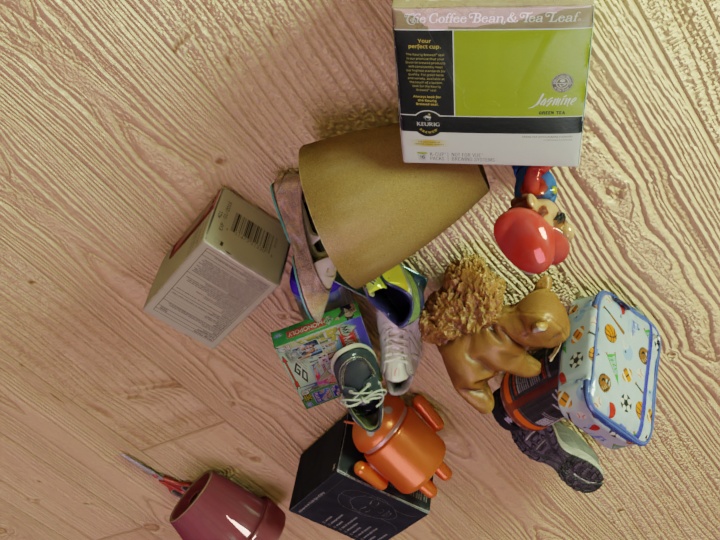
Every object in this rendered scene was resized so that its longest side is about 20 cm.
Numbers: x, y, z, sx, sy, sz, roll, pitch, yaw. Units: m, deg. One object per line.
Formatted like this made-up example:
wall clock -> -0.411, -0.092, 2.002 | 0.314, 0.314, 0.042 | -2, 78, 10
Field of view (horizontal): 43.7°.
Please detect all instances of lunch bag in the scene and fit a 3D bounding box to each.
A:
lunch bag -> 0.352, 0.136, 1.249 | 0.159, 0.203, 0.075 | 33, 148, -23

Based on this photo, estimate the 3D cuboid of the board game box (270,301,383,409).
board game box -> -0.046, 0.131, 1.343 | 0.132, 0.030, 0.201 | -20, 144, 0

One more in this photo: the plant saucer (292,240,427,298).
plant saucer -> 0.000, 0.000, 1.275 | 0.197, 0.071, 0.019 | 27, 160, -12

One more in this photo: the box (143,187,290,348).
box -> -0.205, 0.001, 1.292 | 0.126, 0.111, 0.199 | 31, 135, -21

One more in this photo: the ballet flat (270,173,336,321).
ballet flat -> -0.064, -0.033, 1.201 | 0.066, 0.068, 0.205 | -15, 98, 14

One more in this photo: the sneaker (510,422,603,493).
sneaker -> 0.322, 0.286, 1.502 | 0.199, 0.080, 0.074 | 41, 116, -6

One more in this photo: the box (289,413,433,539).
box -> 0.002, 0.389, 1.643 | 0.194, 0.126, 0.200 | 26, 137, -18

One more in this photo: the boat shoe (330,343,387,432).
boat shoe -> 0.000, 0.180, 1.352 | 0.073, 0.063, 0.202 | -16, 144, -6

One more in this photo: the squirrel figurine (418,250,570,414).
squirrel figurine -> 0.187, 0.072, 1.248 | 0.199, 0.143, 0.186 | 39, 139, -17

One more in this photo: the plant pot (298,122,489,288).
plant pot -> 0.050, -0.103, 1.092 | 0.196, 0.189, 0.188 | -22, 130, 15

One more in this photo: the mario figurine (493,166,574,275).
mario figurine -> 0.217, -0.076, 1.046 | 0.104, 0.203, 0.124 | -16, 132, 28

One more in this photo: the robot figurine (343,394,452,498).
robot figurine -> 0.065, 0.294, 1.516 | 0.200, 0.117, 0.143 | 45, 123, -7

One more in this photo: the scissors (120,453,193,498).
scissors -> -0.419, 0.435, 1.869 | 0.197, 0.014, 0.073 | 27, 137, -18

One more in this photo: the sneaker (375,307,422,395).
sneaker -> 0.061, 0.115, 1.358 | 0.076, 0.101, 0.202 | 0, 136, 12

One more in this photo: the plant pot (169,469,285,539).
plant pot -> -0.276, 0.508, 1.800 | 0.179, 0.201, 0.199 | 44, 131, -10

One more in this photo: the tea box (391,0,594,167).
tea box -> 0.140, -0.229, 0.952 | 0.195, 0.136, 0.199 | 3, 138, 9

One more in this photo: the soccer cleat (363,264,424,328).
soccer cleat -> 0.014, -0.009, 1.223 | 0.064, 0.084, 0.201 | -36, 99, 31

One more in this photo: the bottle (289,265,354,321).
bottle -> -0.046, 0.066, 1.356 | 0.081, 0.066, 0.202 | -6, 135, 11

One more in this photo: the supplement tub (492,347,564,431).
supplement tub -> 0.284, 0.176, 1.365 | 0.106, 0.109, 0.200 | 30, 138, -19
